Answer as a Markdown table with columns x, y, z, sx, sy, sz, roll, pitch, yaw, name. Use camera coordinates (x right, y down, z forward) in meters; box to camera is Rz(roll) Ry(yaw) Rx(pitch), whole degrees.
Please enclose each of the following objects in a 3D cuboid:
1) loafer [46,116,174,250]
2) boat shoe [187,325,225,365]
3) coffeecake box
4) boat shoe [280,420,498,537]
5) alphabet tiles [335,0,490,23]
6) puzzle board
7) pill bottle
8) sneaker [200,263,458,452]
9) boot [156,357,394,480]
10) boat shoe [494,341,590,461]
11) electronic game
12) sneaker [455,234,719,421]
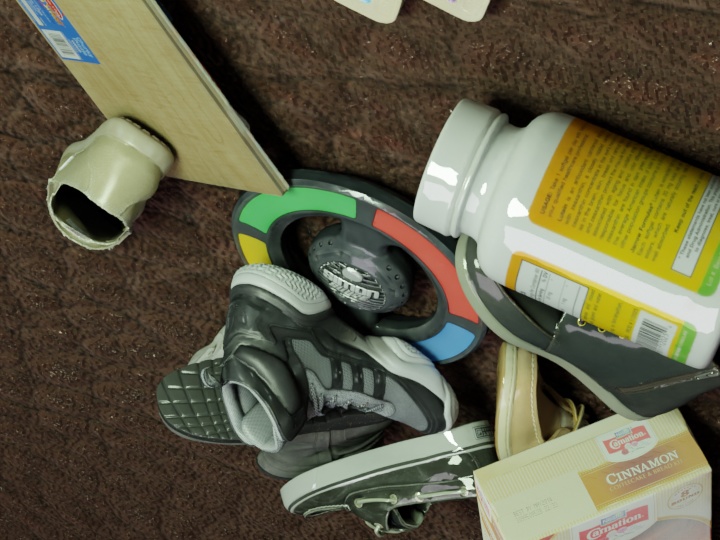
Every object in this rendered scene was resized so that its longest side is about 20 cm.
| x | y | z | sx | sy | sz | roll | pitch | yaw | name |
| --- | --- | --- | --- | --- | --- | --- | --- | --- | --- |
| -0.193 | -0.053 | 1.595 | 0.076 | 0.068 | 0.200 | 36 | 158 | -5 | loafer |
| -0.094 | 0.083 | 1.731 | 0.071 | 0.069 | 0.200 | 36 | 148 | -7 | boat shoe |
| 0.171 | 0.196 | 1.596 | 0.200 | 0.153 | 0.073 | 78 | 169 | -52 | coffeecake box |
| 0.020 | 0.168 | 1.678 | 0.199 | 0.064 | 0.071 | -21 | 168 | 38 | boat shoe |
| -0.002 | -0.221 | 1.261 | 0.195 | 0.015 | 0.200 | 27 | 149 | 3 | alphabet tiles |
| -0.145 | -0.131 | 1.488 | 0.150 | 0.017 | 0.200 | 12 | 146 | 46 | puzzle board |
| 0.138 | -0.029 | 1.334 | 0.199 | 0.111 | 0.111 | 24 | 149 | 9 | pill bottle |
| -0.026 | 0.089 | 1.572 | 0.200 | 0.114 | 0.075 | 35 | 155 | -22 | sneaker |
| -0.065 | 0.124 | 1.693 | 0.199 | 0.070 | 0.132 | 1 | 151 | -15 | boot |
| 0.136 | 0.120 | 1.608 | 0.069 | 0.074 | 0.200 | 0 | 143 | 10 | boat shoe |
| 0.000 | 0.000 | 1.558 | 0.199 | 0.042 | 0.200 | 21 | 148 | 14 | electronic game |
| 0.161 | 0.020 | 1.438 | 0.200 | 0.075 | 0.106 | 34 | 146 | -26 | sneaker |
